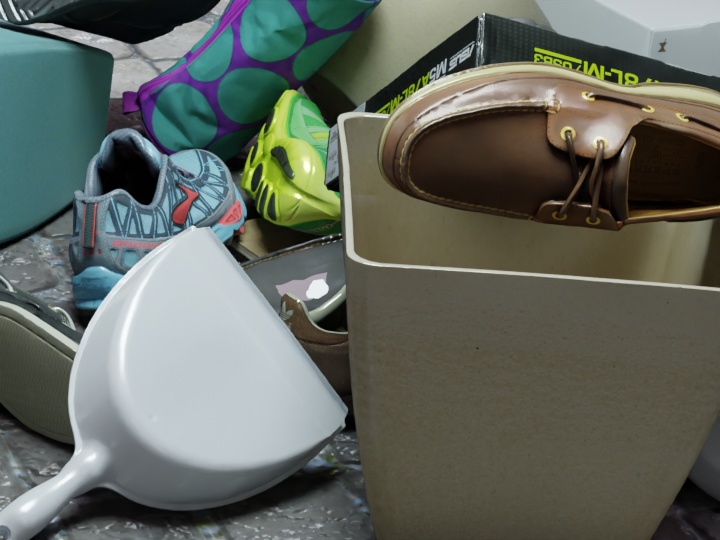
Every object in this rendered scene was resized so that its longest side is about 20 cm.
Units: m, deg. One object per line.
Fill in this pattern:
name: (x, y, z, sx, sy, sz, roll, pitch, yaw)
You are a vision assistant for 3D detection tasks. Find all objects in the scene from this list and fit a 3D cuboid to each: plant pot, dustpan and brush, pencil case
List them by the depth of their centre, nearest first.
dustpan and brush: (-0.116, 0.083, 1.152, 0.140, 0.057, 0.200, 52, 48, 0)
plant pot: (0.082, 0.042, 1.157, 0.198, 0.178, 0.200, 4, 24, -4)
plant pot: (-0.261, -0.100, 1.473, 0.141, 0.142, 0.200, 19, 19, 29)
pencil case: (-0.074, -0.157, 1.552, 0.092, 0.200, 0.085, 24, 38, -29)
plant pot: (0.032, -0.159, 1.621, 0.134, 0.201, 0.200, -44, 42, -13)

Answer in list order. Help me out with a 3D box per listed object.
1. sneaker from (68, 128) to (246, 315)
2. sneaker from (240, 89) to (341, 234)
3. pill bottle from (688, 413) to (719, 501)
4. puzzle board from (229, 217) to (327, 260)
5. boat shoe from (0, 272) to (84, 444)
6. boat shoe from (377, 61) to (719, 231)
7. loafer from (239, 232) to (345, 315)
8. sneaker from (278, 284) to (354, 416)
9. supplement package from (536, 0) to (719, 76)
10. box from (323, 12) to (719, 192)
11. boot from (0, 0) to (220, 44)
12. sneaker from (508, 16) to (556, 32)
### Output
sneaker: (-0.127, -0.049, 1.406, 0.079, 0.096, 0.200, -4, 22, 14)
sneaker: (-0.031, -0.061, 1.485, 0.083, 0.074, 0.200, 25, 15, -14)
pill bottle: (0.255, 0.049, 1.253, 0.112, 0.114, 0.200, 18, 28, 28)
puzzle board: (0.028, -0.012, 1.468, 0.199, 0.018, 0.150, -12, 28, -33)
boat shoe: (-0.184, 0.038, 1.248, 0.199, 0.072, 0.067, 23, 34, 39)
boat shoe: (0.108, -0.056, 1.076, 0.198, 0.073, 0.068, 0, 23, -19)
loafer: (0.000, 0.000, 1.331, 0.199, 0.072, 0.073, -11, 58, -33)
sneaker: (0.043, 0.015, 1.279, 0.199, 0.076, 0.070, -26, 28, -24)
supplement package: (0.202, -0.163, 1.707, 0.120, 0.121, 0.200, -8, 27, -29)
box: (0.105, -0.074, 1.292, 0.192, 0.048, 0.200, 15, -21, -23)
boot: (-0.137, -0.198, 1.518, 0.164, 0.066, 0.200, -9, -4, 21)
sneaker: (0.163, -0.097, 1.529, 0.199, 0.076, 0.091, 17, 46, -14)
